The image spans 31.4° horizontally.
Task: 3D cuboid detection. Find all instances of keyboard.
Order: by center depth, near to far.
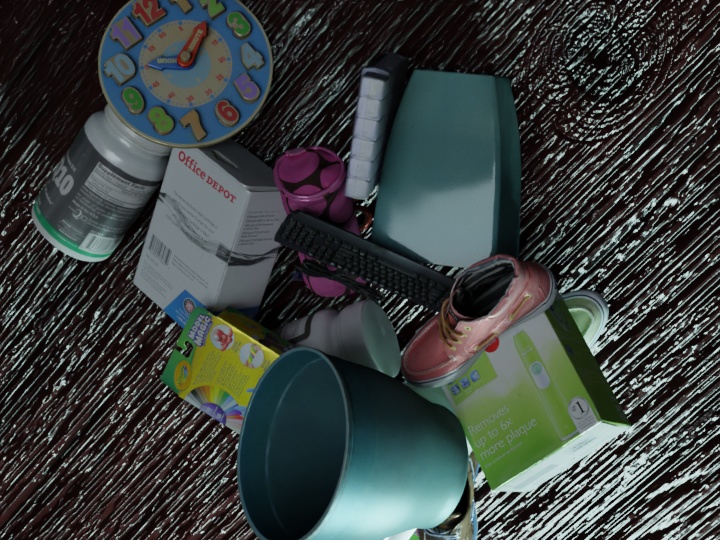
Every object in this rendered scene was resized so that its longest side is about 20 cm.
[{"bbox_3d":[0.000,0.000,1.375,0.199,0.021,0.127,24,155,-8],"label":"keyboard"}]

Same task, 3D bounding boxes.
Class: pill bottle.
[{"bbox_3d":[-0.060,0.113,1.515,0.199,0.114,0.115,-22,96,22],"label":"pill bottle"},{"bbox_3d":[-0.299,-0.118,1.536,0.113,0.113,0.200,41,112,5],"label":"pill bottle"}]

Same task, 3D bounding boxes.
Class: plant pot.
[{"bbox_3d":[0.002,0.194,1.331,0.200,0.187,0.202,-23,60,48],"label":"plant pot"},{"bbox_3d":[0.101,-0.114,1.391,0.140,0.141,0.202,7,100,16],"label":"plant pot"}]

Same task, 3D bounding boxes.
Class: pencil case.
[{"bbox_3d":[-0.045,-0.056,1.429,0.090,0.201,0.094,-16,55,-5],"label":"pencil case"}]

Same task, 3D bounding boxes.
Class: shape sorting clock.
[{"bbox_3d":[-0.199,-0.236,1.461,0.198,0.039,0.202,1,73,-4],"label":"shape sorting clock"}]

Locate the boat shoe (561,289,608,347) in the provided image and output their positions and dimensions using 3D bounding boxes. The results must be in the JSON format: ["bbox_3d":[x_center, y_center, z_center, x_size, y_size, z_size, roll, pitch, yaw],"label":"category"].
[{"bbox_3d":[0.196,0.096,1.451,0.200,0.062,0.072,-40,89,23],"label":"boat shoe"}]

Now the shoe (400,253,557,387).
[{"bbox_3d":[0.104,0.051,1.323,0.200,0.091,0.072,-36,61,23],"label":"shoe"}]

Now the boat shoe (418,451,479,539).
[{"bbox_3d":[0.098,0.276,1.488,0.072,0.072,0.202,7,105,15],"label":"boat shoe"}]

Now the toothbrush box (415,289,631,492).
[{"bbox_3d":[0.172,0.115,1.373,0.145,0.086,0.201,-36,62,23],"label":"toothbrush box"}]

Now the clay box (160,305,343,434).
[{"bbox_3d":[-0.117,0.127,1.449,0.199,0.048,0.115,32,112,7],"label":"clay box"}]

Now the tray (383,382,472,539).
[{"bbox_3d":[0.045,0.222,1.442,0.107,0.022,0.201,37,94,21],"label":"tray"}]

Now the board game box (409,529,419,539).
[{"bbox_3d":[0.033,0.259,1.563,0.199,0.037,0.152,-6,102,20],"label":"board game box"}]

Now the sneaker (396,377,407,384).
[{"bbox_3d":[-0.013,0.208,1.507,0.200,0.074,0.080,-35,84,16],"label":"sneaker"}]

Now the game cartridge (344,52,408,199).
[{"bbox_3d":[0.017,-0.161,1.371,0.038,0.200,0.131,7,106,7],"label":"game cartridge"}]

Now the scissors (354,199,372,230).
[{"bbox_3d":[-0.080,-0.089,1.523,0.198,0.014,0.074,7,106,16],"label":"scissors"}]

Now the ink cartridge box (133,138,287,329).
[{"bbox_3d":[-0.171,-0.040,1.499,0.145,0.083,0.201,38,118,35],"label":"ink cartridge box"}]
